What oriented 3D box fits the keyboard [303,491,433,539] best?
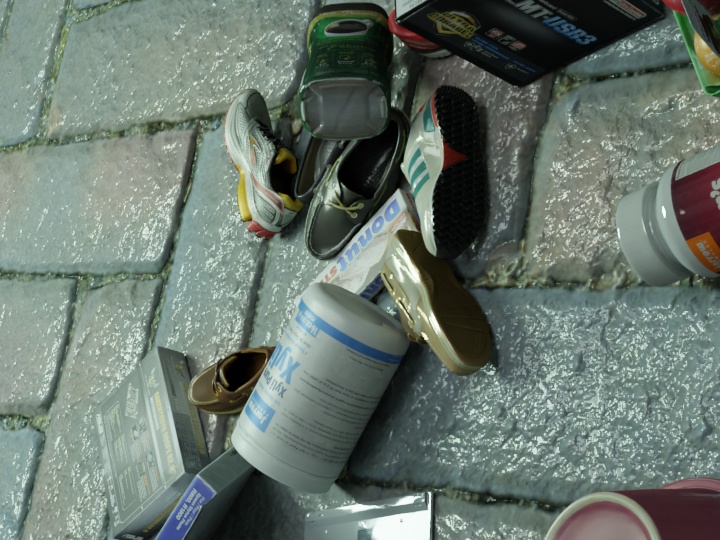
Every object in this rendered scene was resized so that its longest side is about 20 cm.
[{"bbox_3d":[0.006,0.279,1.614,0.199,0.011,0.057,-18,66,44],"label":"keyboard"}]

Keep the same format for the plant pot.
[{"bbox_3d":[0.247,0.259,1.217,0.199,0.178,0.202,-23,57,42],"label":"plant pot"}]

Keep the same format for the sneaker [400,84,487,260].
[{"bbox_3d":[0.086,-0.098,1.646,0.093,0.070,0.202,-34,51,58],"label":"sneaker"}]

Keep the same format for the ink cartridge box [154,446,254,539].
[{"bbox_3d":[-0.208,0.308,1.716,0.043,0.200,0.197,35,104,9],"label":"ink cartridge box"}]

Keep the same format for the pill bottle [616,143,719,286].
[{"bbox_3d":[0.330,-0.058,1.307,0.199,0.109,0.111,-25,57,40],"label":"pill bottle"}]

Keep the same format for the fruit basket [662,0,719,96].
[{"bbox_3d":[0.318,-0.244,1.331,0.093,0.200,0.186,-26,54,21],"label":"fruit basket"}]

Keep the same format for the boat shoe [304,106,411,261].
[{"bbox_3d":[-0.009,-0.099,1.725,0.202,0.071,0.061,-60,-1,10],"label":"boat shoe"}]

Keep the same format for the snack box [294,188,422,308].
[{"bbox_3d":[0.000,0.000,1.721,0.200,0.024,0.072,-47,44,26],"label":"snack box"}]

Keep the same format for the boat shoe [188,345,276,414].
[{"bbox_3d":[-0.147,0.126,1.803,0.199,0.067,0.073,-19,61,43],"label":"boat shoe"}]

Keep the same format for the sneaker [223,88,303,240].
[{"bbox_3d":[-0.114,-0.142,1.880,0.082,0.078,0.202,-30,63,32],"label":"sneaker"}]

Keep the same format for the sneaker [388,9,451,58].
[{"bbox_3d":[0.110,-0.288,1.669,0.199,0.085,0.078,-15,64,44],"label":"sneaker"}]

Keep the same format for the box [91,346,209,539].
[{"bbox_3d":[-0.271,0.224,1.917,0.158,0.048,0.201,-43,47,28],"label":"box"}]

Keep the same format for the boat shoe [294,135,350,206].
[{"bbox_3d":[-0.030,-0.169,1.797,0.074,0.060,0.202,13,84,52],"label":"boat shoe"}]

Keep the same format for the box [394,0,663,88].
[{"bbox_3d":[0.169,-0.273,1.508,0.198,0.199,0.050,-21,59,41],"label":"box"}]

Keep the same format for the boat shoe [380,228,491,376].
[{"bbox_3d":[0.076,0.045,1.590,0.069,0.073,0.201,-58,39,32],"label":"boat shoe"}]

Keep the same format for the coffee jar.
[{"bbox_3d":[-0.014,-0.232,1.705,0.201,0.103,0.086,-85,-8,-54],"label":"coffee jar"}]

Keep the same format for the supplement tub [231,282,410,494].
[{"bbox_3d":[-0.043,0.127,1.636,0.132,0.131,0.201,38,103,49],"label":"supplement tub"}]
